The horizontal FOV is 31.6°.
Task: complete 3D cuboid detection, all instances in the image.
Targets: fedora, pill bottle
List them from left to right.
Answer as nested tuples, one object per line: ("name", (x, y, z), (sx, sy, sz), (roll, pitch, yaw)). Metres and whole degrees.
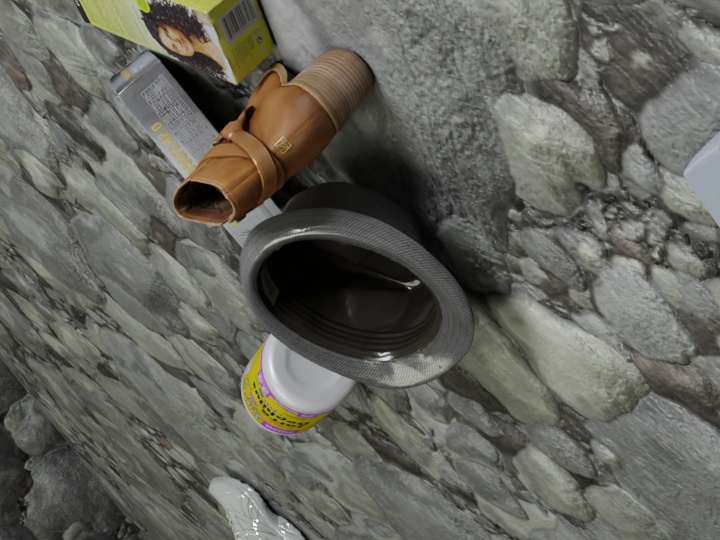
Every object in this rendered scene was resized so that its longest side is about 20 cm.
("pill bottle", (-0.072, 0.120, 1.384), (0.104, 0.104, 0.200), (43, 158, 1))
("fedora", (0.000, 0.000, 1.037), (0.199, 0.091, 0.177), (27, 136, -14))

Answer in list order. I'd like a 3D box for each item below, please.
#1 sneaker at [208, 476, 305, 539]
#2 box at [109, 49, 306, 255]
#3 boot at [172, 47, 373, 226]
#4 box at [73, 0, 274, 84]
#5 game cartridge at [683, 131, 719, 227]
("sneaker", (-0.186, 0.423, 2.101), (0.199, 0.099, 0.078), (37, 156, 17))
("box", (-0.138, -0.098, 1.124), (0.200, 0.048, 0.158), (51, 178, -19))
("boot", (-0.085, -0.090, 0.975), (0.074, 0.155, 0.200), (46, 157, -8))
("box", (-0.161, -0.216, 1.022), (0.199, 0.050, 0.076), (26, 152, 37))
("game cartridge", (0.263, -0.037, 0.645), (0.134, 0.041, 0.199), (54, 156, -14))
